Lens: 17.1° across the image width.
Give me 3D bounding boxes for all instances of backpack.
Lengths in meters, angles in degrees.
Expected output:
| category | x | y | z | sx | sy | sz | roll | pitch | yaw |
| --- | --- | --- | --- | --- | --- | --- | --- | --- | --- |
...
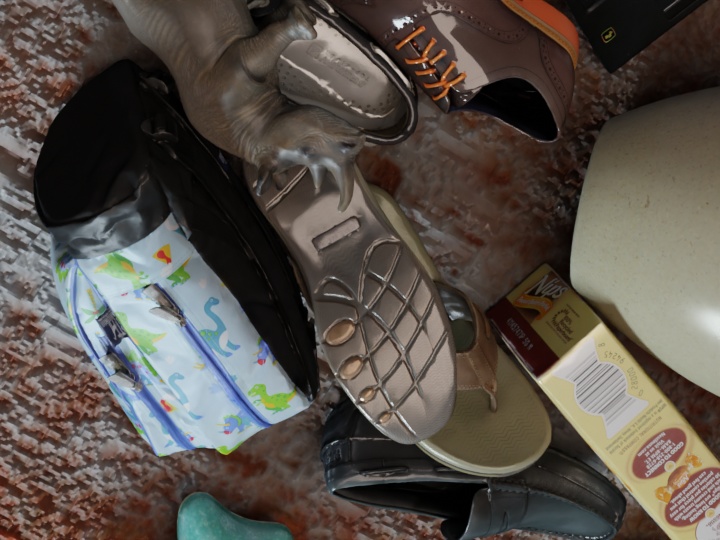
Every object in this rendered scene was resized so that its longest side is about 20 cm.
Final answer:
| category | x | y | z | sx | sy | sz | roll | pitch | yaw |
| --- | --- | --- | --- | --- | --- | --- | --- | --- | --- |
| backpack | -0.101 | 0.008 | 1.346 | 0.154 | 0.163 | 0.200 | -42 | 119 | 12 |

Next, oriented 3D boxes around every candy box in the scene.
| category | x | y | z | sx | sy | sz | roll | pitch | yaw |
| --- | --- | --- | --- | --- | --- | --- | --- | --- | --- |
| candy box | 0.167 | 0.097 | 1.447 | 0.055 | 0.116 | 0.200 | -40 | 112 | 3 |

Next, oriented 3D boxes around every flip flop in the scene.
| category | x | y | z | sx | sy | sz | roll | pitch | yaw |
| --- | --- | --- | --- | --- | --- | --- | --- | --- | --- |
| flip flop | 0.042 | 0.035 | 1.403 | 0.081 | 0.058 | 0.201 | -33 | 94 | -19 |

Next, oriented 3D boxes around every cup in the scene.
| category | x | y | z | sx | sy | sz | roll | pitch | yaw |
| --- | --- | --- | --- | --- | --- | --- | --- | --- | --- |
| cup | 0.202 | -0.024 | 1.393 | 0.142 | 0.200 | 0.202 | 12 | 107 | 12 |

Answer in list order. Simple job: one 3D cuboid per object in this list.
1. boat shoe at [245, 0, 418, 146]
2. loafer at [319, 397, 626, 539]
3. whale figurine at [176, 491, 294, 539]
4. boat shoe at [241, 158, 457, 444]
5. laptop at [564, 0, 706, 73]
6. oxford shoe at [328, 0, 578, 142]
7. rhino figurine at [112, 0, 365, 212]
| category | x | y | z | sx | sy | sz | roll | pitch | yaw |
| --- | --- | --- | --- | --- | --- | --- | --- | --- | --- |
| boat shoe | -0.051 | -0.133 | 1.351 | 0.199 | 0.060 | 0.074 | 35 | 102 | -20 |
| loafer | 0.068 | 0.136 | 1.454 | 0.199 | 0.071 | 0.068 | 18 | 144 | -15 |
| whale figurine | -0.109 | 0.237 | 1.435 | 0.158 | 0.104 | 0.201 | 26 | 100 | -19 |
| boat shoe | 0.000 | 0.000 | 1.352 | 0.074 | 0.073 | 0.201 | -24 | 92 | 4 |
| laptop | 0.185 | -0.209 | 1.319 | 0.177 | 0.103 | 0.200 | -36 | 128 | 1 |
| oxford shoe | 0.046 | -0.135 | 1.341 | 0.199 | 0.073 | 0.071 | 22 | 145 | -30 |
| rhino figurine | -0.064 | -0.115 | 1.288 | 0.087 | 0.060 | 0.201 | -34 | 88 | 9 |
